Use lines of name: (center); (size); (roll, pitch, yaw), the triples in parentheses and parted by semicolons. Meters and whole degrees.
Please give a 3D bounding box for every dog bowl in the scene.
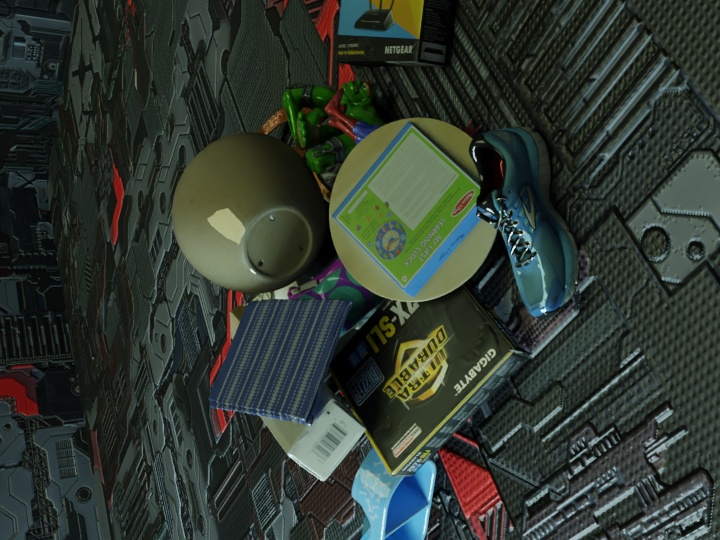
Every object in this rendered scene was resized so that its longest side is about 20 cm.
dog bowl: (0.041, 0.293, 0.928); (0.049, 0.110, 0.204); (30, 127, 37)

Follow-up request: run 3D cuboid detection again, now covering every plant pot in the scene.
plant pot: (-0.121, -0.055, 0.931); (0.134, 0.196, 0.205); (37, 123, 57)

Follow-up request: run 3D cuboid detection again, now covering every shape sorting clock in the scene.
shape sorting clock: (0.058, -0.067, 0.837); (0.195, 0.039, 0.205); (-4, 81, 22)

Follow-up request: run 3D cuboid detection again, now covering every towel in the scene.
towel: (-0.097, 0.102, 0.884); (0.197, 0.024, 0.148); (-3, 61, 47)

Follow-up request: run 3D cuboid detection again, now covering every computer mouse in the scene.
computer mouse: (-0.069, -0.034, 1.092); (0.202, 0.052, 0.140); (-98, 29, -50)

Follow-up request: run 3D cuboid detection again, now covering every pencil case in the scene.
pencil case: (0.000, 0.000, 0.929); (0.199, 0.092, 0.086); (-41, 41, 14)

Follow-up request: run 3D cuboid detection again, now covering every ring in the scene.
ring: (-0.144, -0.189, 1.198); (0.198, 0.019, 0.204); (-30, 42, 30)

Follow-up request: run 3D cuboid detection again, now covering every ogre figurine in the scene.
ogre figurine: (-0.033, -0.198, 1.003); (0.200, 0.117, 0.100); (-131, 32, -68)

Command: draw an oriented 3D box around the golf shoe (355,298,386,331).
golf shoe: (0.041, 0.052, 0.976); (0.200, 0.077, 0.099); (41, 108, 44)

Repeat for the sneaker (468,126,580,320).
sneaker: (0.150, -0.047, 0.753); (0.078, 0.088, 0.204); (-37, 60, 52)

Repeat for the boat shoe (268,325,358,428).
boat shoe: (-0.043, 0.152, 1.022); (0.057, 0.199, 0.067); (40, 163, 34)

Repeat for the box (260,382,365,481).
box: (-0.078, 0.156, 0.902); (0.082, 0.068, 0.200); (-48, 32, -3)

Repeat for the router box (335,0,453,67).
router box: (0.041, -0.336, 0.951); (0.199, 0.050, 0.153); (23, 109, 56)

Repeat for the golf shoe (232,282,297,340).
golf shoe: (-0.149, 0.064, 1.257); (0.078, 0.086, 0.203); (55, 135, 43)

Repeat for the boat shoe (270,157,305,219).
boat shoe: (-0.110, -0.154, 1.209); (0.090, 0.071, 0.202); (-38, 36, 16)

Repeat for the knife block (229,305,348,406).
knife block: (-0.109, 0.145, 1.113); (0.178, 0.195, 0.065); (-83, 0, -46)

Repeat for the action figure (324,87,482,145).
action figure: (0.063, -0.159, 0.890); (0.199, 0.099, 0.065); (40, 175, 11)

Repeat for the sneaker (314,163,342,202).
sneaker: (-0.001, -0.110, 1.027); (0.078, 0.077, 0.201); (-55, 49, 26)

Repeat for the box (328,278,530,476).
box: (0.070, 0.103, 0.854); (0.201, 0.049, 0.161); (-48, 52, 18)
